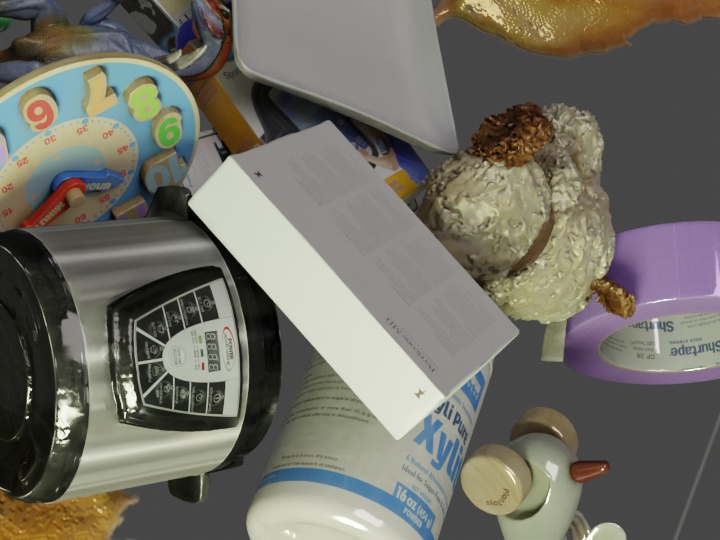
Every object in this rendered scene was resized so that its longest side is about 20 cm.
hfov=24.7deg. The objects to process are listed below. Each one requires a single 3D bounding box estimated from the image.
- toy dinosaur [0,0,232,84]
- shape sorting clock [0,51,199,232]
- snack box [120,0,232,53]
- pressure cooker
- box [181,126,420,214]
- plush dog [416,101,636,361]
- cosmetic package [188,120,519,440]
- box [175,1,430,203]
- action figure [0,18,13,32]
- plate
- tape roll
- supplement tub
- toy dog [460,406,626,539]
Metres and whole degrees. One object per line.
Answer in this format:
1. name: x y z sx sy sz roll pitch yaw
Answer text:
1. toy dinosaur: -0.185 -0.159 1.124 0.181 0.200 0.105 15 64 -41
2. shape sorting clock: -0.191 -0.058 1.065 0.200 0.200 0.039 -16 57 -38
3. snack box: -0.142 -0.239 1.272 0.200 0.037 0.116 48 51 -7
4. pressure cooker: -0.144 0.049 1.058 0.200 0.176 0.179 -6 50 -37
5. box: -0.063 -0.056 1.231 0.200 0.060 0.117 -22 83 -39
6. plush dog: 0.109 -0.029 1.217 0.172 0.200 0.161 22 19 -44
7. cosmetic package: 0.000 0.000 1.070 0.200 0.052 0.151 48 24 6
8. box: -0.047 -0.117 1.204 0.119 0.041 0.200 -32 86 -40
9. action figure: -0.295 -0.262 1.168 0.118 0.055 0.200 -25 92 -40
10. plate: -0.023 -0.185 1.209 0.200 0.032 0.200 19 49 -35
11. tape roll: 0.256 0.030 1.321 0.200 0.200 0.066 13 63 -29
12. supplement tub: 0.010 0.118 1.160 0.132 0.132 0.200 33 56 -18
13. toy dog: 0.150 0.193 1.197 0.132 0.096 0.200 -57 133 -34
